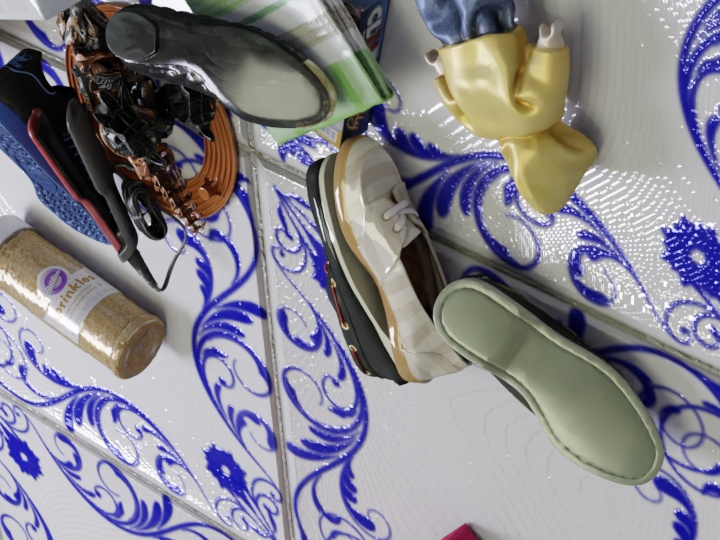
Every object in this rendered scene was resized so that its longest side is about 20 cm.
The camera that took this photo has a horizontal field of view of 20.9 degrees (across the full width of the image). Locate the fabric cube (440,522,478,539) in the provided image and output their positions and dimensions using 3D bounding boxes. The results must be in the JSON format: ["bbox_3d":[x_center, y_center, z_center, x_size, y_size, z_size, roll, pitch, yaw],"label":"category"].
[{"bbox_3d":[0.053,0.375,1.659,0.200,0.196,0.200,49,145,3],"label":"fabric cube"}]

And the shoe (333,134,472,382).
[{"bbox_3d":[0.035,-0.010,1.451,0.053,0.070,0.201,-3,116,37],"label":"shoe"}]

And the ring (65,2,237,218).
[{"bbox_3d":[-0.181,-0.129,1.631,0.200,0.019,0.202,28,138,29],"label":"ring"}]

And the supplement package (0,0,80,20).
[{"bbox_3d":[-0.286,-0.271,1.542,0.199,0.114,0.110,9,126,46],"label":"supplement package"}]

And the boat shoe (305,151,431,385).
[{"bbox_3d":[-0.001,0.002,1.496,0.063,0.074,0.203,0,125,39],"label":"boat shoe"}]

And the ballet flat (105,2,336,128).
[{"bbox_3d":[-0.096,-0.153,1.402,0.199,0.057,0.067,23,111,27],"label":"ballet flat"}]

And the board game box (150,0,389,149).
[{"bbox_3d":[-0.071,-0.196,1.434,0.199,0.035,0.136,36,142,21],"label":"board game box"}]

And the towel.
[{"bbox_3d":[-0.067,-0.192,1.384,0.149,0.031,0.201,-14,112,55],"label":"towel"}]

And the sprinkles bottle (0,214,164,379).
[{"bbox_3d":[-0.276,0.024,1.829,0.199,0.068,0.069,33,141,24],"label":"sprinkles bottle"}]

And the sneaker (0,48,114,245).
[{"bbox_3d":[-0.251,-0.104,1.667,0.070,0.078,0.200,18,155,36],"label":"sneaker"}]

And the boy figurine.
[{"bbox_3d":[0.097,-0.133,1.277,0.124,0.064,0.201,-16,109,52],"label":"boy figurine"}]

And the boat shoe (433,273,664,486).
[{"bbox_3d":[0.142,0.075,1.416,0.201,0.061,0.072,42,104,7],"label":"boat shoe"}]

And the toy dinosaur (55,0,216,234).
[{"bbox_3d":[-0.172,-0.129,1.552,0.200,0.102,0.135,43,163,-19],"label":"toy dinosaur"}]

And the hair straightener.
[{"bbox_3d":[-0.199,-0.062,1.628,0.076,0.041,0.201,-16,124,18],"label":"hair straightener"}]
